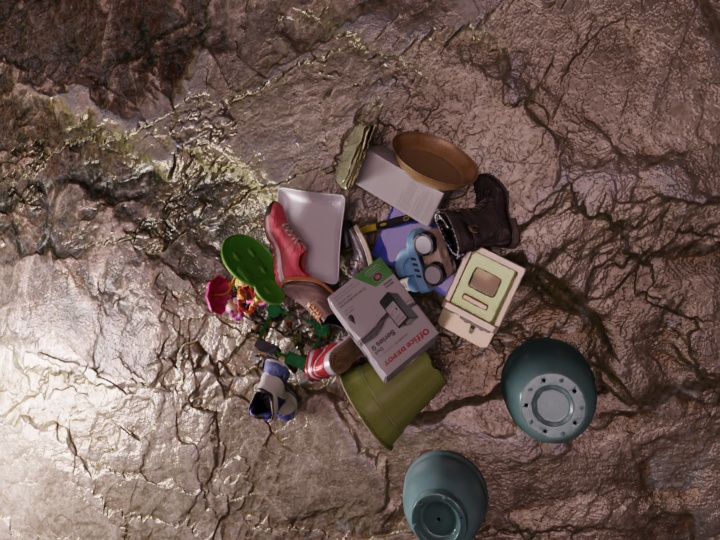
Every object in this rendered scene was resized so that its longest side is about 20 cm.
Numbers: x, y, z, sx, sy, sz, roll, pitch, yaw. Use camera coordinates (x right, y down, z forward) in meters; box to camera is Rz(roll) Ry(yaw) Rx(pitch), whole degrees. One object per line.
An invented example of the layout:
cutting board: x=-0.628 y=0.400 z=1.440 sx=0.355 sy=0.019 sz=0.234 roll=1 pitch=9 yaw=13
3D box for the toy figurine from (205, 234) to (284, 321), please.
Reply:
toy figurine: x=-0.294 y=0.050 z=1.282 sx=0.202 sy=0.149 sz=0.184 roll=52 pitch=123 yaw=10

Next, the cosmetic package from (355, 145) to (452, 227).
cosmetic package: x=0.095 y=-0.189 z=1.163 sx=0.197 sy=0.107 sz=0.086 roll=32 pitch=116 yaw=14

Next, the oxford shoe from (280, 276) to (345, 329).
oxford shoe: x=-0.094 y=0.076 z=1.214 sx=0.195 sy=0.074 sz=0.072 roll=22 pitch=135 yaw=-9

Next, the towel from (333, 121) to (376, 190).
towel: x=-0.016 y=-0.251 z=1.157 sx=0.036 sy=0.200 sz=0.152 roll=21 pitch=98 yaw=-10

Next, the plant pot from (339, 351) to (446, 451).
plant pot: x=0.084 y=0.251 z=1.167 sx=0.188 sy=0.200 sz=0.202 roll=-36 pitch=83 yaw=1

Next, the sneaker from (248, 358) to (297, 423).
sneaker: x=-0.210 y=0.307 z=1.233 sx=0.079 sy=0.116 sz=0.202 roll=14 pitch=139 yaw=17

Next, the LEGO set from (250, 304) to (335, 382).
LEGO set: x=-0.158 y=0.177 z=1.278 sx=0.194 sy=0.117 sz=0.157 roll=11 pitch=66 yaw=11

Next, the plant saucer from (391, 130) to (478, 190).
plant saucer: x=0.153 y=-0.226 z=1.123 sx=0.197 sy=0.200 sz=0.036 roll=31 pitch=130 yaw=12

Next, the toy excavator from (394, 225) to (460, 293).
toy excavator: x=0.114 y=0.015 z=1.163 sx=0.196 sy=0.099 sz=0.199 roll=-14 pitch=98 yaw=37

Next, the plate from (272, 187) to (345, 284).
plate: x=-0.119 y=-0.085 z=1.255 sx=0.195 sy=0.032 sz=0.206 roll=11 pitch=99 yaw=29

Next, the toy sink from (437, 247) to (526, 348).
toy sink: x=0.252 y=0.059 z=1.131 sx=0.128 sy=0.112 sz=0.204 roll=27 pitch=99 yaw=14

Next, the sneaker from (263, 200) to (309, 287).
sneaker: x=-0.163 y=-0.064 z=1.235 sx=0.084 sy=0.074 sz=0.206 roll=-8 pitch=97 yaw=20

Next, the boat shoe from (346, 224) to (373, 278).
boat shoe: x=0.000 y=0.000 z=1.194 sx=0.063 sy=0.072 sz=0.205 roll=-17 pitch=114 yaw=-4

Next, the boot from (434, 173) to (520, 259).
boot: x=0.226 y=-0.118 z=1.083 sx=0.070 sy=0.170 sz=0.204 roll=120 pitch=139 yaw=-51

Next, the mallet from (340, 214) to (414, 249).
mallet: x=0.032 y=-0.088 z=1.208 sx=0.195 sy=0.041 sz=0.068 roll=-4 pitch=91 yaw=29

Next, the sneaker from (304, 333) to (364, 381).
sneaker: x=-0.046 y=0.186 z=1.197 sx=0.111 sy=0.198 sz=0.073 roll=-24 pitch=89 yaw=37

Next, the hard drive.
hard drive: x=0.136 y=-0.049 z=1.205 sx=0.197 sy=0.025 sz=0.135 roll=28 pitch=100 yaw=13

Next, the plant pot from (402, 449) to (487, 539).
plant pot: x=0.178 y=0.520 z=1.162 sx=0.194 sy=0.134 sz=0.207 roll=1 pitch=93 yaw=16

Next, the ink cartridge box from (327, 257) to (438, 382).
ink cartridge box: x=0.047 y=0.102 z=1.091 sx=0.145 sy=0.084 sz=0.201 roll=-36 pitch=74 yaw=-10

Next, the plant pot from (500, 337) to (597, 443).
plant pot: x=0.384 y=0.253 z=1.076 sx=0.195 sy=0.161 sz=0.207 roll=1 pitch=93 yaw=15
